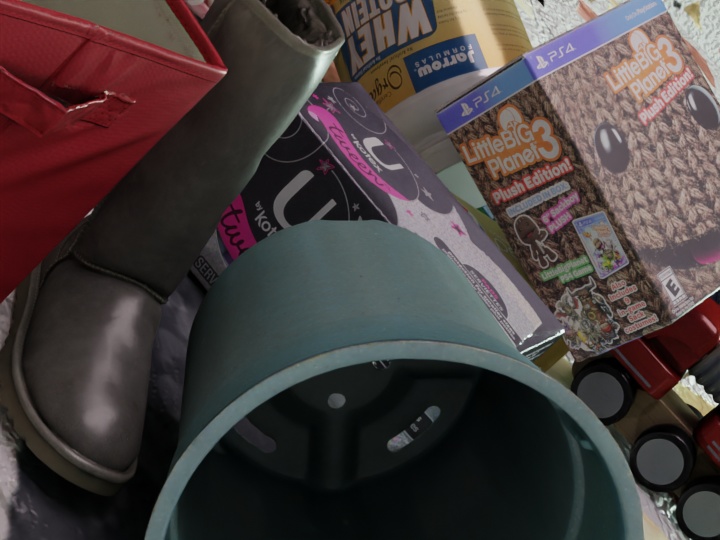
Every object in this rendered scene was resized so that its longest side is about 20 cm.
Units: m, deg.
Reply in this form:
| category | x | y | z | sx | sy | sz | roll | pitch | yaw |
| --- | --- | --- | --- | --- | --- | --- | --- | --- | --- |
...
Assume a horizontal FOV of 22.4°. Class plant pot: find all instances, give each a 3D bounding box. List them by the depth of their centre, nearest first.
| category | x | y | z | sx | sy | sz | roll | pitch | yaw |
| --- | --- | --- | --- | --- | --- | --- | --- | --- | --- |
| plant pot | 0.001 | 0.080 | 0.797 | 0.200 | 0.200 | 0.196 | 39 | 13 | -21 |

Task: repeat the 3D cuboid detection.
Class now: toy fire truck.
| category | x | y | z | sx | sy | sz | roll | pitch | yaw |
| --- | --- | --- | --- | --- | --- | --- | --- | --- | --- |
| toy fire truck | 0.272 | 0.077 | 1.306 | 0.176 | 0.200 | 0.129 | 49 | 19 | 5 |

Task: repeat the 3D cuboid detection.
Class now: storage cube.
| category | x | y | z | sx | sy | sz | roll | pitch | yaw |
| --- | --- | --- | --- | --- | --- | --- | --- | --- | --- |
| storage cube | -0.198 | -0.094 | 0.717 | 0.171 | 0.180 | 0.200 | 11 | 41 | -59 |

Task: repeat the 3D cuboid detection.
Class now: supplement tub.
| category | x | y | z | sx | sy | sz | roll | pitch | yaw |
| --- | --- | --- | --- | --- | --- | --- | --- | --- | --- |
| supplement tub | 0.056 | -0.155 | 1.358 | 0.145 | 0.145 | 0.200 | 10 | 56 | -59 |

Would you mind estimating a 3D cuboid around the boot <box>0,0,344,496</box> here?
| category | x | y | z | sx | sy | sz | roll | pitch | yaw |
| --- | --- | --- | --- | --- | --- | --- | --- | --- | --- |
| boot | -0.077 | -0.024 | 0.793 | 0.073 | 0.200 | 0.182 | 32 | 24 | -34 |

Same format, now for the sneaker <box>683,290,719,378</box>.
| category | x | y | z | sx | sy | sz | roll | pitch | yaw |
| --- | --- | --- | --- | --- | --- | --- | --- | --- | --- |
| sneaker | 0.242 | 0.021 | 1.411 | 0.108 | 0.200 | 0.070 | 40 | 57 | -5 |

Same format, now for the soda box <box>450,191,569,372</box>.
| category | x | y | z | sx | sy | sz | roll | pitch | yaw |
| --- | --- | --- | --- | --- | --- | --- | --- | --- | --- |
| soda box | 0.071 | -0.001 | 1.252 | 0.200 | 0.064 | 0.068 | 31 | 25 | -36 |

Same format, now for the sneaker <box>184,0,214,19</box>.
| category | x | y | z | sx | sy | sz | roll | pitch | yaw |
| --- | --- | --- | --- | --- | --- | --- | --- | --- | --- |
| sneaker | -0.092 | -0.204 | 1.290 | 0.200 | 0.075 | 0.105 | 28 | 23 | -48 |

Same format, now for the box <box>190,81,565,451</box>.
| category | x | y | z | sx | sy | sz | roll | pitch | yaw |
| --- | --- | --- | --- | --- | --- | --- | --- | --- | --- |
| box | 0.000 | 0.000 | 1.031 | 0.200 | 0.115 | 0.132 | 50 | 20 | 10 |

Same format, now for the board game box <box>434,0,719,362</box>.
| category | x | y | z | sx | sy | sz | roll | pitch | yaw |
| --- | --- | --- | --- | --- | --- | --- | --- | --- | --- |
| board game box | 0.176 | -0.067 | 1.246 | 0.159 | 0.097 | 0.200 | -31 | 91 | -41 |

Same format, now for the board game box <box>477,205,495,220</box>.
| category | x | y | z | sx | sy | sz | roll | pitch | yaw |
| --- | --- | --- | --- | --- | --- | --- | --- | --- | --- |
| board game box | 0.094 | -0.088 | 1.517 | 0.200 | 0.029 | 0.135 | 54 | 22 | 20 |
